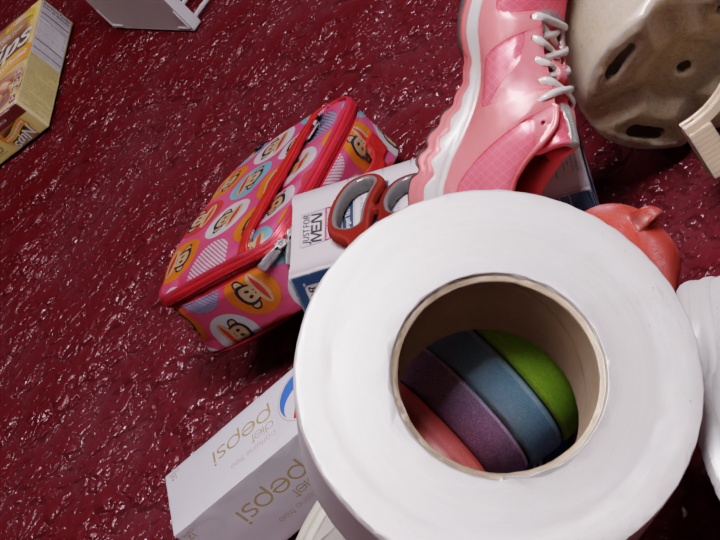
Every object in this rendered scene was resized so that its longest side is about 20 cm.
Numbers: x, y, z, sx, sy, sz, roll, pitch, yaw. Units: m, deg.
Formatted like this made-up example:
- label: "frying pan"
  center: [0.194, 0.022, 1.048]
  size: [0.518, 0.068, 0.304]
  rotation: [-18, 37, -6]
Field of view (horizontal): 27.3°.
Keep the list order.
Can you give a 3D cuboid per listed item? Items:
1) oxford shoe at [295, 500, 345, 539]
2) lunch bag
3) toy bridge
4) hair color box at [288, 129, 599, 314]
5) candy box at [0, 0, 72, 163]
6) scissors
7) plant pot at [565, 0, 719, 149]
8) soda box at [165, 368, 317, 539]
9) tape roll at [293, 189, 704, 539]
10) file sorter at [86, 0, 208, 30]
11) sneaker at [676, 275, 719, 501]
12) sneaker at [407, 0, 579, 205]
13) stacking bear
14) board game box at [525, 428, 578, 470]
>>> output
- label: "oxford shoe"
  center: [0.028, 0.116, 0.921]
  size: [0.058, 0.075, 0.200]
  rotation: [27, 88, 35]
- label: "lunch bag"
  center: [-0.051, -0.040, 1.131]
  size: [0.176, 0.082, 0.200]
  rotation: [-26, 27, 38]
- label: "toy bridge"
  center: [0.273, -0.135, 0.857]
  size: [0.200, 0.067, 0.027]
  rotation: [-33, 10, 12]
- label: "hair color box"
  center: [0.056, -0.029, 0.973]
  size: [0.200, 0.061, 0.100]
  rotation: [-16, 33, 11]
- label: "candy box"
  center: [-0.415, -0.224, 1.781]
  size: [0.115, 0.055, 0.200]
  rotation: [-30, 39, 28]
- label: "scissors"
  center: [0.000, 0.000, 0.903]
  size: [0.073, 0.014, 0.200]
  rotation: [-6, 38, 21]
- label: "plant pot"
  center: [0.181, -0.186, 0.952]
  size: [0.200, 0.200, 0.184]
  rotation: [-35, 49, 23]
- label: "soda box"
  center: [-0.038, 0.117, 1.006]
  size: [0.200, 0.068, 0.064]
  rotation: [-41, 33, 14]
- label: "tape roll"
  center: [0.066, 0.064, 0.743]
  size: [0.202, 0.071, 0.203]
  rotation: [1, 66, -1]
- label: "file sorter"
  center: [-0.243, -0.358, 1.635]
  size: [0.200, 0.139, 0.125]
  rotation: [16, 68, 54]
- label: "sneaker"
  center: [0.219, 0.067, 0.759]
  size: [0.088, 0.075, 0.200]
  rotation: [-21, 42, 20]
- label: "sneaker"
  center: [0.100, -0.104, 0.869]
  size: [0.087, 0.074, 0.200]
  rotation: [23, 102, 37]
- label: "stacking bear"
  center: [0.102, 0.043, 0.846]
  size: [0.200, 0.121, 0.114]
  rotation: [-42, 68, -9]
- label: "board game box"
  center: [0.094, 0.155, 0.862]
  size: [0.103, 0.019, 0.200]
  rotation: [-30, 39, 30]
